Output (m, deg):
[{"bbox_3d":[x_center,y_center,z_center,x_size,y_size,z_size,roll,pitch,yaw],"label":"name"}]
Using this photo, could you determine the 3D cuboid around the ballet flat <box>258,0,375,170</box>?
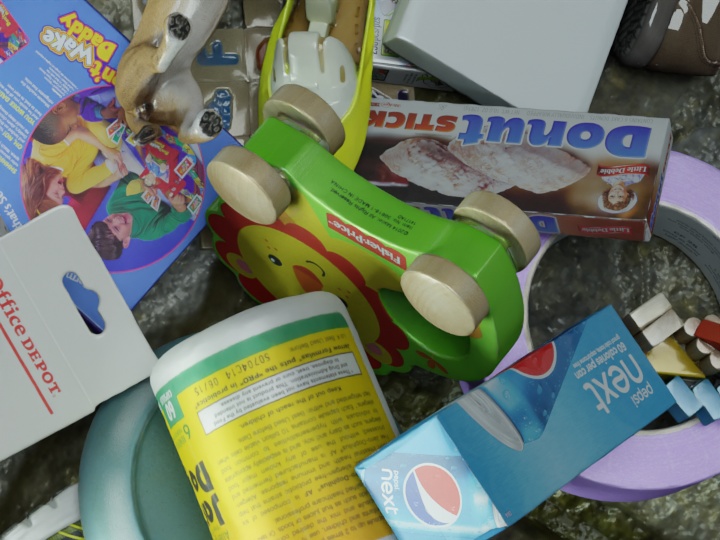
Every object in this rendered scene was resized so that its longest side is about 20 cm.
[{"bbox_3d":[-0.022,-0.139,1.466,0.067,0.067,0.200,9,77,11],"label":"ballet flat"}]

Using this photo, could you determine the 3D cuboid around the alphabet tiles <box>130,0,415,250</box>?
[{"bbox_3d":[-0.051,-0.112,1.533,0.167,0.008,0.200,-2,79,-8],"label":"alphabet tiles"}]

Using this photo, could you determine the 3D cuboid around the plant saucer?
[{"bbox_3d":[-0.055,0.123,1.419,0.200,0.027,0.200,7,69,-18],"label":"plant saucer"}]

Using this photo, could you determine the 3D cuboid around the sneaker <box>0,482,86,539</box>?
[{"bbox_3d":[-0.142,0.157,1.431,0.200,0.074,0.085,-37,86,-13],"label":"sneaker"}]

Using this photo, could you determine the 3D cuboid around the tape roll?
[{"bbox_3d":[0.156,0.032,1.502,0.200,0.066,0.200,1,78,-7],"label":"tape roll"}]

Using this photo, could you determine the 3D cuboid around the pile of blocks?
[{"bbox_3d":[0.227,0.055,1.441,0.200,0.062,0.082,1,78,-7],"label":"pile of blocks"}]

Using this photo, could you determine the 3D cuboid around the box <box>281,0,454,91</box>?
[{"bbox_3d":[0.014,-0.212,1.540,0.110,0.035,0.200,6,78,-6],"label":"box"}]

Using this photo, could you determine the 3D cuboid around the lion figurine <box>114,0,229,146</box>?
[{"bbox_3d":[-0.094,-0.139,1.422,0.072,0.122,0.200,41,66,-20],"label":"lion figurine"}]

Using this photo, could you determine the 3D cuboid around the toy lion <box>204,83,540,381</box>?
[{"bbox_3d":[0.000,0.000,1.404,0.200,0.192,0.069,29,64,21],"label":"toy lion"}]

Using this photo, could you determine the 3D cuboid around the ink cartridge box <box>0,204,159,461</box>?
[{"bbox_3d":[-0.222,0.046,1.409,0.200,0.067,0.117,-27,108,0],"label":"ink cartridge box"}]

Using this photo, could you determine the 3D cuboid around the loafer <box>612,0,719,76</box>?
[{"bbox_3d":[0.217,-0.202,1.561,0.071,0.073,0.200,26,81,-13],"label":"loafer"}]

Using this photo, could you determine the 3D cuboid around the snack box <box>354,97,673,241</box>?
[{"bbox_3d":[0.073,-0.059,1.474,0.200,0.024,0.072,5,58,18],"label":"snack box"}]

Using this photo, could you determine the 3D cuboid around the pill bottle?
[{"bbox_3d":[-0.024,0.122,1.353,0.113,0.113,0.200,-21,79,-11],"label":"pill bottle"}]

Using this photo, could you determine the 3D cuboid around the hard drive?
[{"bbox_3d":[0.103,-0.189,1.529,0.132,0.027,0.200,29,69,-22],"label":"hard drive"}]

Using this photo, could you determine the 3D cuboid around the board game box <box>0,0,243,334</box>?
[{"bbox_3d":[-0.175,-0.078,1.458,0.200,0.045,0.134,43,81,-13],"label":"board game box"}]

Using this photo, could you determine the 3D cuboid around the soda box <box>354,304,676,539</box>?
[{"bbox_3d":[0.084,0.086,1.355,0.068,0.064,0.200,57,35,4],"label":"soda box"}]
